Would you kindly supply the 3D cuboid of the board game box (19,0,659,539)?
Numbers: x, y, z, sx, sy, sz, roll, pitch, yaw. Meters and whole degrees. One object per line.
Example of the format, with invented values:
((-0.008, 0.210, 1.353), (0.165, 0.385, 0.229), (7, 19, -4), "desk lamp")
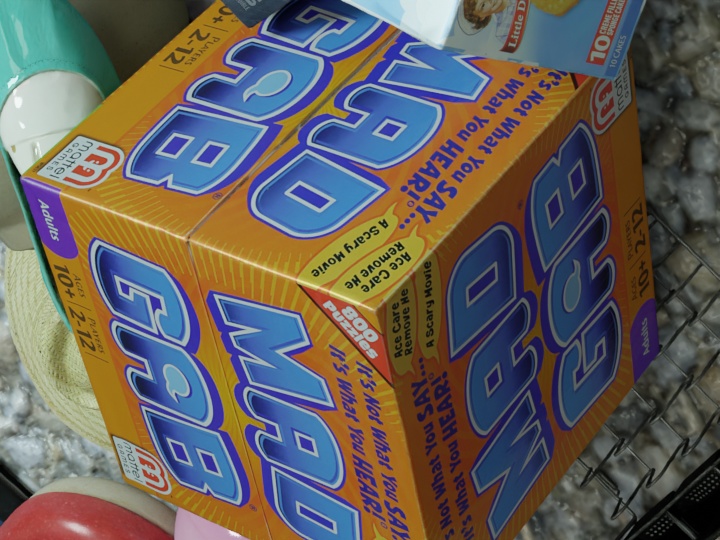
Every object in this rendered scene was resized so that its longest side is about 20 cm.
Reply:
((0.000, 0.000, 0.999), (0.199, 0.200, 0.200), (20, 140, 31), "board game box")

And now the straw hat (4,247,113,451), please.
((-0.137, 0.030, 1.195), (0.200, 0.085, 0.202), (6, 109, 19), "straw hat")

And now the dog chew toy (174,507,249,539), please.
((-0.019, 0.106, 1.162), (0.124, 0.125, 0.200), (32, 106, 8), "dog chew toy")

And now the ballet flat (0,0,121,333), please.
((-0.135, -0.044, 1.013), (0.067, 0.070, 0.201), (-18, 126, -4), "ballet flat")

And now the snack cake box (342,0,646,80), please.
((0.081, -0.186, 0.863), (0.067, 0.115, 0.201), (32, 110, 39), "snack cake box")

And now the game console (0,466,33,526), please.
((-0.305, 0.186, 1.294), (0.200, 0.176, 0.117), (-49, 58, 25), "game console")

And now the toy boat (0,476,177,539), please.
((-0.173, 0.217, 1.229), (0.130, 0.131, 0.200), (33, 120, -11), "toy boat")

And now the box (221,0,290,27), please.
((0.001, -0.219, 1.004), (0.157, 0.200, 0.051), (-33, 119, 26), "box")

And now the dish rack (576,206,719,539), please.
((0.136, 0.047, 1.118), (0.200, 0.055, 0.153), (45, 115, 3), "dish rack")

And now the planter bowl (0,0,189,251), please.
((-0.169, -0.096, 1.116), (0.200, 0.200, 0.135), (-22, 108, 25), "planter bowl")
